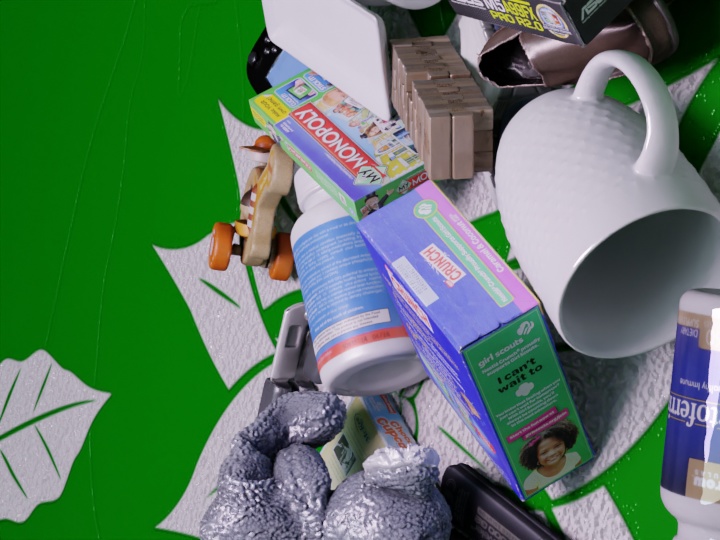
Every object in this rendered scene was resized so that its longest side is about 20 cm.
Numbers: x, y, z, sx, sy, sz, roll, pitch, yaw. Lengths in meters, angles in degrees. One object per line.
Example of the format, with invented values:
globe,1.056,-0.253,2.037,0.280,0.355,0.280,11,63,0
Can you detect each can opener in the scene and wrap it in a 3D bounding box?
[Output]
can opener,-0.065,0.124,1.882,0.066,0.052,0.201,38,118,49

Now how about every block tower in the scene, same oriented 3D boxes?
block tower,0.064,-0.134,1.617,0.200,0.054,0.058,-108,16,-63

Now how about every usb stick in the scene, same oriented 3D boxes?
usb stick,0.128,0.220,1.619,0.200,0.032,0.056,34,122,50

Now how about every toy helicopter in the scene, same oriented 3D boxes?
toy helicopter,-0.086,-0.078,1.871,0.200,0.078,0.133,127,151,-69

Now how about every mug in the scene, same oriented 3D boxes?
mug,0.181,-0.067,1.459,0.176,0.147,0.201,-117,30,-42

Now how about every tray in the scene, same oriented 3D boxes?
tray,-0.029,-0.217,1.754,0.200,0.022,0.108,39,146,44

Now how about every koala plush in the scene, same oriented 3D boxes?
koala plush,-0.012,0.211,1.657,0.199,0.184,0.178,4,108,28

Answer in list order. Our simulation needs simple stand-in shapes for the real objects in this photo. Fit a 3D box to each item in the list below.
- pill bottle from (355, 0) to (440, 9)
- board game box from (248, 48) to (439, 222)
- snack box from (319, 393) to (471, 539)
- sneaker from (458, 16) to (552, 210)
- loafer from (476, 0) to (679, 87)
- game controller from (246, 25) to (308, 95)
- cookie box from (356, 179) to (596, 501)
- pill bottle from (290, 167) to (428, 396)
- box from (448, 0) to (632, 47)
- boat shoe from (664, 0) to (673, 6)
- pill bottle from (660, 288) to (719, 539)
pill bottle,0.001,-0.302,1.771,0.200,0.116,0.117,33,114,51
board game box,0.005,-0.126,1.744,0.200,0.134,0.029,45,158,46
snack box,0.025,0.216,1.760,0.116,0.037,0.200,-59,44,32
sneaker,0.121,-0.140,1.643,0.087,0.074,0.201,143,127,-67
loafer,0.162,-0.166,1.510,0.200,0.071,0.073,-9,115,58
game controller,-0.047,-0.175,1.892,0.200,0.042,0.105,56,130,40
cookie box,0.092,0.055,1.551,0.171,0.075,0.200,52,172,43
pill bottle,0.000,0.000,1.750,0.112,0.112,0.201,-38,58,47
box,0.174,-0.258,1.481,0.200,0.044,0.160,-44,34,-14
boat shoe,0.215,-0.221,1.516,0.199,0.072,0.072,11,127,44
pill bottle,0.266,0.117,1.361,0.115,0.115,0.201,9,95,54
